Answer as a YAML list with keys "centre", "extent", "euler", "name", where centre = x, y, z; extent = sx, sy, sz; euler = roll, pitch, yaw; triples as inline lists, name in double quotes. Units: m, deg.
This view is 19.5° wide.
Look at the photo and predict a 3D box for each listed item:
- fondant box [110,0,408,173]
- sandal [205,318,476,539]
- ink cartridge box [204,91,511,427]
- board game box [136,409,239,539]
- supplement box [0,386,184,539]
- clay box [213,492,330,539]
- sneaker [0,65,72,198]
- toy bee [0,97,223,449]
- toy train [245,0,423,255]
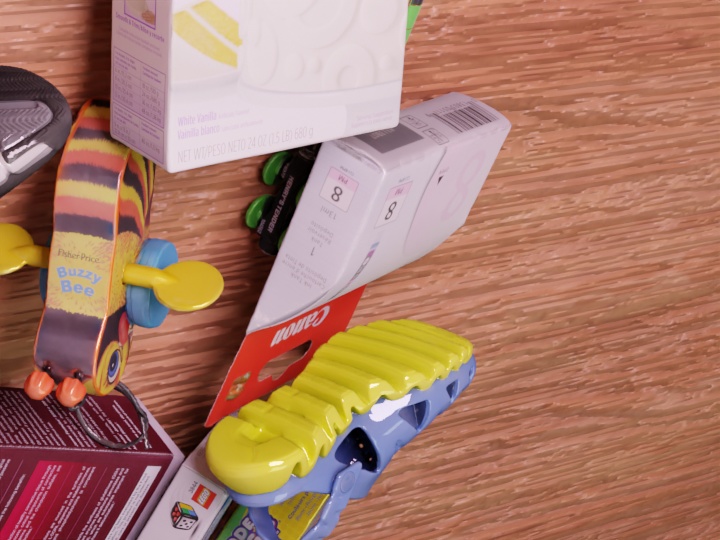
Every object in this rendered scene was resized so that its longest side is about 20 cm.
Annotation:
- centre: [-0.046, -0.160, 1.025]
  extent: [0.144, 0.058, 0.201]
  euler: [-14, 119, -35]
  name: "fondant box"
- centre: [-0.008, 0.096, 1.232]
  extent: [0.199, 0.079, 0.088]
  euler: [-30, 126, -34]
  name: "sandal"
- centre: [0.000, 0.000, 1.228]
  extent: [0.162, 0.057, 0.201]
  euler: [-26, 140, -58]
  name: "ink cartridge box"
- centre: [-0.125, 0.183, 1.284]
  extent: [0.201, 0.035, 0.126]
  euler: [-58, 177, 18]
  name: "board game box"
- centre: [-0.207, 0.124, 1.178]
  extent: [0.199, 0.061, 0.109]
  euler: [9, 119, -49]
  name: "supplement box"
- centre: [-0.079, 0.192, 1.317]
  extent: [0.201, 0.047, 0.115]
  euler: [-55, 177, 2]
  name: "clay box"
- centre: [-0.227, -0.020, 1.021]
  extent: [0.199, 0.075, 0.116]
  euler: [-24, 145, -10]
  name: "sneaker"
- centre: [-0.132, 0.020, 1.080]
  extent: [0.109, 0.130, 0.201]
  euler: [-58, 134, -64]
  name: "toy bee"
- centre: [-0.008, -0.094, 1.178]
  extent: [0.056, 0.042, 0.201]
  euler: [-12, 134, -50]
  name: "toy train"
